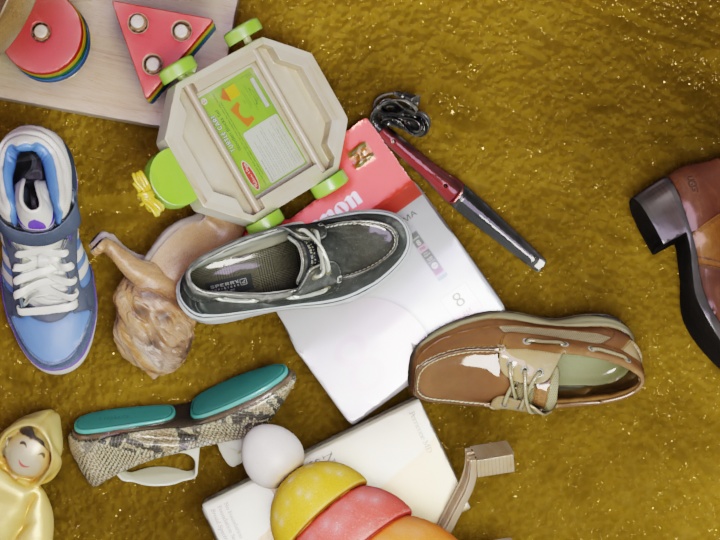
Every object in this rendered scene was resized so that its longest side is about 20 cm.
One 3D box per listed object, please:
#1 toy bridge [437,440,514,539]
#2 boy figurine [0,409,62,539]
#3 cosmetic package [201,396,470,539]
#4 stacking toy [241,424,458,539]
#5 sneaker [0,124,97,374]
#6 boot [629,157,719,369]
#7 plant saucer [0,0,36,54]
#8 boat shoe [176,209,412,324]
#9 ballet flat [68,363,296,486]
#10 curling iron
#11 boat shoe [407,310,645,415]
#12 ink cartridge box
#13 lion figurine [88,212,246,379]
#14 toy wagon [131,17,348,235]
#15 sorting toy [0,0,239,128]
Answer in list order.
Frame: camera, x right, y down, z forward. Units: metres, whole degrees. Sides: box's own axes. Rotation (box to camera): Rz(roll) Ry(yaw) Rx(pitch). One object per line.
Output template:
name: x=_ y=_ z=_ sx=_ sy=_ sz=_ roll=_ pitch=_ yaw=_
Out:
toy bridge: x=0.093 y=0.234 z=1.584 sx=0.067 sy=0.027 sz=0.201 roll=-8 pitch=117 yaw=-9
boy figurine: x=-0.303 y=0.205 z=1.613 sx=0.124 sy=0.064 sz=0.200 roll=38 pitch=91 yaw=4
cosmetic package: x=-0.020 y=0.191 z=1.610 sx=0.199 sy=0.071 sz=0.106 roll=-27 pitch=89 yaw=-2
stacking toy: x=-0.020 y=0.197 z=1.525 sx=0.146 sy=0.146 sz=0.200 roll=-39 pitch=76 yaw=-2
sneaker: x=-0.262 y=-0.017 z=1.581 sx=0.080 sy=0.146 sz=0.202 roll=-3 pitch=87 yaw=-1
boot: x=0.350 y=-0.025 z=1.642 sx=0.199 sy=0.069 sz=0.189 roll=-26 pitch=80 yaw=-9
plant saucer: x=-0.297 y=-0.244 z=1.589 sx=0.035 sy=0.200 sz=0.202 roll=18 pitch=87 yaw=-32
boat shoe: x=-0.049 y=-0.002 z=1.567 sx=0.199 sy=0.071 sz=0.073 roll=-19 pitch=80 yaw=-11
ballet flat: x=-0.141 y=0.136 z=1.623 sx=0.199 sy=0.068 sz=0.076 roll=-16 pitch=109 yaw=4
curling iron: x=0.082 y=-0.073 z=1.640 sx=0.200 sy=0.026 sz=0.050 roll=48 pitch=129 yaw=3
boat shoe: x=0.139 y=0.079 z=1.589 sx=0.198 sy=0.074 sz=0.076 roll=-6 pitch=122 yaw=-14
ink cartridge box: x=0.000 y=0.000 z=1.627 sx=0.162 sy=0.057 sz=0.201 roll=-36 pitch=93 yaw=3
lion figurine: x=-0.145 y=-0.018 z=1.617 sx=0.122 sy=0.072 sz=0.200 roll=42 pitch=84 yaw=-14
toy wagon: x=-0.105 y=-0.105 z=1.589 sx=0.199 sy=0.040 sz=0.156 roll=-33 pitch=96 yaw=-26
sorting toy: x=-0.203 y=-0.229 z=1.631 sx=0.198 sy=0.070 sz=0.200 roll=10 pitch=87 yaw=0
